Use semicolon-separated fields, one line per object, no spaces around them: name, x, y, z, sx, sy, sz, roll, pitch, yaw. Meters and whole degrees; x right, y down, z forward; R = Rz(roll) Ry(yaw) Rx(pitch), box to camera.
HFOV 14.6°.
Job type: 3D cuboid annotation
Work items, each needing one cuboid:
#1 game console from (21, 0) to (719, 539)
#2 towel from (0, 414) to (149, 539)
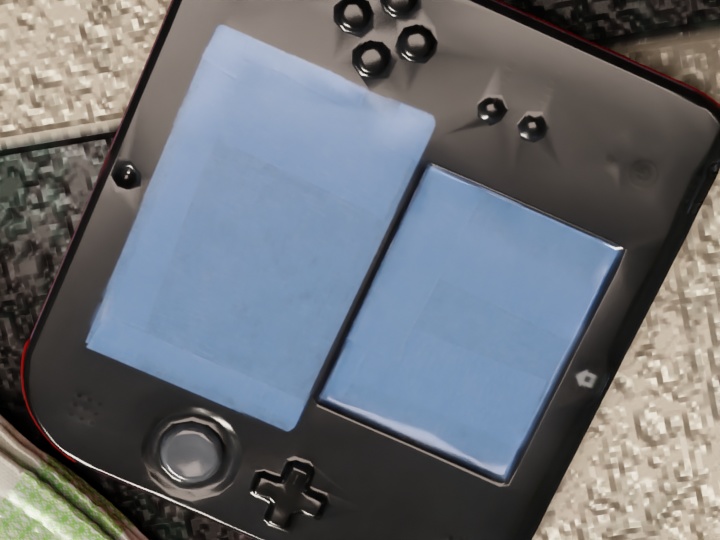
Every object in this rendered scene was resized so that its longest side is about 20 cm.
game console;0.000;0.000;0.891;0.177;0.031;0.200;25;111;0
towel;-0.119;0.137;0.961;0.200;0.031;0.149;40;112;-8
